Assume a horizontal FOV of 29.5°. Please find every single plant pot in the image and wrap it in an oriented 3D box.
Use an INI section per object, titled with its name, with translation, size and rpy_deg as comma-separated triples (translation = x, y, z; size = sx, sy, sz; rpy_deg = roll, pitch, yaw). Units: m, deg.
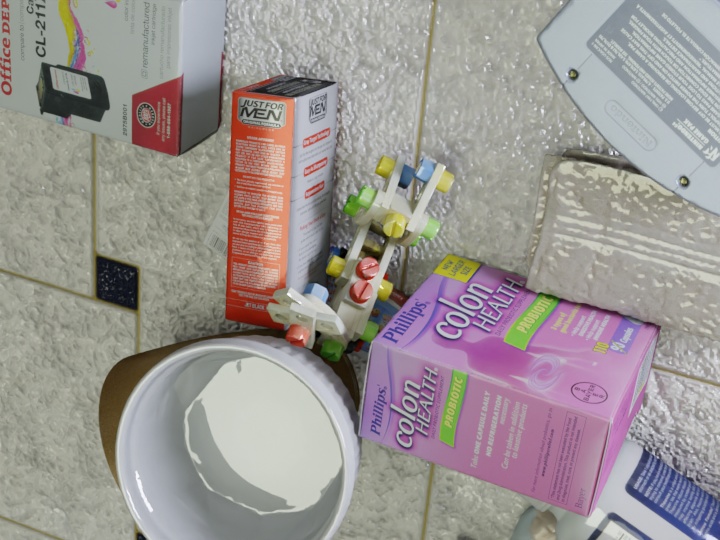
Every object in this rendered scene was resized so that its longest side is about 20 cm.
[plant pot]
translation = -0.108, 0.130, 1.271
size = 0.200, 0.186, 0.187
rpy_deg = -26, 101, 26

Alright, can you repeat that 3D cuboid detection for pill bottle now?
[pill bottle]
translation = 0.239, 0.217, 1.177
size = 0.200, 0.111, 0.111
rpy_deg = 35, 124, 7

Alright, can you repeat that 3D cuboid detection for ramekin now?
[ramekin]
translation = -0.092, 0.147, 1.135
size = 0.199, 0.105, 0.201
rpy_deg = 2, 99, 14

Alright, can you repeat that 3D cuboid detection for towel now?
[towel]
translation = 0.235, -0.020, 1.113
size = 0.199, 0.034, 0.133
rpy_deg = 17, 121, 16

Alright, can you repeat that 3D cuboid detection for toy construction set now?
[toy construction set]
translation = 0.000, 0.000, 1.151
size = 0.092, 0.200, 0.131
rpy_deg = 39, 152, -3

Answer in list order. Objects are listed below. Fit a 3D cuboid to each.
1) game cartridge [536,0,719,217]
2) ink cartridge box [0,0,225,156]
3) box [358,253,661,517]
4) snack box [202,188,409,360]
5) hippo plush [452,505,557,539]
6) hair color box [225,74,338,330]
[game cartridge]
translation = 0.236, -0.144, 1.032
size = 0.200, 0.042, 0.133
rpy_deg = 45, 118, 5
[ink cartridge box]
translation = -0.227, -0.201, 1.218
size = 0.199, 0.083, 0.146
rpy_deg = 16, 120, 18
[box]
translation = 0.126, 0.087, 1.130
size = 0.199, 0.176, 0.097
rpy_deg = 17, 120, 18
[snack box]
translation = -0.050, 0.002, 1.265
size = 0.200, 0.024, 0.072
rpy_deg = 35, 122, 7
[hippo plush]
translation = 0.151, 0.312, 1.234
size = 0.199, 0.161, 0.160
rpy_deg = 11, 118, 21
[hair color box]
translation = -0.067, -0.060, 1.179
size = 0.061, 0.101, 0.201
rpy_deg = 10, 108, 18
